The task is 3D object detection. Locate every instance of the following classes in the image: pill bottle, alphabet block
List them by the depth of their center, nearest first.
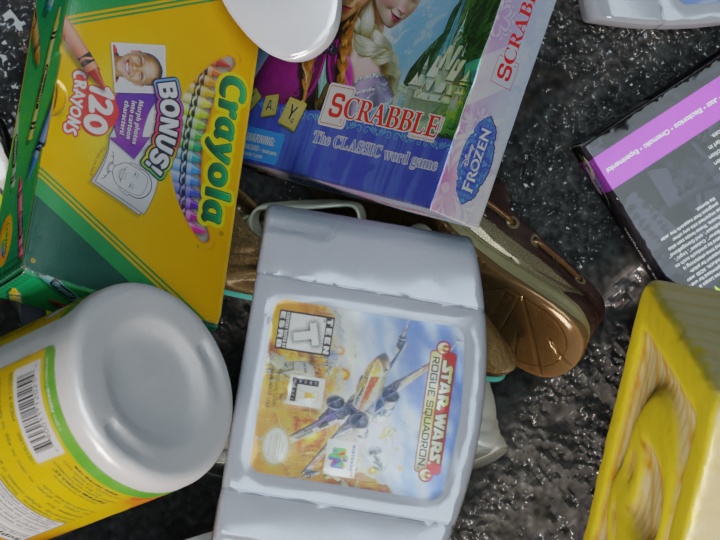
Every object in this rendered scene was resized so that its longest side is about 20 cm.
[{"bbox_3d":[-0.171,0.086,1.476,0.111,0.200,0.112,20,60,-38],"label":"pill bottle"},{"bbox_3d":[0.249,0.138,1.532,0.199,0.195,0.197,9,106,-10],"label":"alphabet block"}]

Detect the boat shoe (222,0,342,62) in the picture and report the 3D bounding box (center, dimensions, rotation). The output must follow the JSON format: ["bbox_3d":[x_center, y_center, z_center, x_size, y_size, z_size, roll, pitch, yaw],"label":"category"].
[{"bbox_3d":[-0.057,-0.205,1.546,0.072,0.068,0.201,-28,75,11],"label":"boat shoe"}]

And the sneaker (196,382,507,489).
[{"bbox_3d":[-0.019,0.082,1.579,0.199,0.070,0.081,-5,75,-12],"label":"sneaker"}]

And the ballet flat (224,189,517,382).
[{"bbox_3d":[0.000,0.000,1.552,0.199,0.068,0.073,19,104,14],"label":"ballet flat"}]

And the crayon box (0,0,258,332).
[{"bbox_3d":[-0.128,-0.069,1.514,0.118,0.058,0.201,17,68,-25],"label":"crayon box"}]

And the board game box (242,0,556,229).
[{"bbox_3d":[0.019,-0.138,1.517,0.041,0.200,0.200,22,85,-41],"label":"board game box"}]

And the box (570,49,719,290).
[{"bbox_3d":[0.236,-0.027,1.630,0.143,0.036,0.201,-32,94,-7],"label":"box"}]

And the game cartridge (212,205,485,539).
[{"bbox_3d":[-0.001,0.072,1.478,0.132,0.042,0.201,8,78,3],"label":"game cartridge"}]

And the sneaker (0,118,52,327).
[{"bbox_3d":[-0.223,-0.035,1.544,0.081,0.074,0.201,-27,89,1],"label":"sneaker"}]

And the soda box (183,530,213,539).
[{"bbox_3d":[-0.048,0.176,1.522,0.199,0.063,0.068,-14,65,-33],"label":"soda box"}]

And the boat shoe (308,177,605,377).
[{"bbox_3d":[0.057,-0.023,1.590,0.200,0.072,0.072,36,42,5],"label":"boat shoe"}]

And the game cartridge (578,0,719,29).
[{"bbox_3d":[0.218,-0.215,1.627,0.199,0.042,0.134,-14,88,-9],"label":"game cartridge"}]
